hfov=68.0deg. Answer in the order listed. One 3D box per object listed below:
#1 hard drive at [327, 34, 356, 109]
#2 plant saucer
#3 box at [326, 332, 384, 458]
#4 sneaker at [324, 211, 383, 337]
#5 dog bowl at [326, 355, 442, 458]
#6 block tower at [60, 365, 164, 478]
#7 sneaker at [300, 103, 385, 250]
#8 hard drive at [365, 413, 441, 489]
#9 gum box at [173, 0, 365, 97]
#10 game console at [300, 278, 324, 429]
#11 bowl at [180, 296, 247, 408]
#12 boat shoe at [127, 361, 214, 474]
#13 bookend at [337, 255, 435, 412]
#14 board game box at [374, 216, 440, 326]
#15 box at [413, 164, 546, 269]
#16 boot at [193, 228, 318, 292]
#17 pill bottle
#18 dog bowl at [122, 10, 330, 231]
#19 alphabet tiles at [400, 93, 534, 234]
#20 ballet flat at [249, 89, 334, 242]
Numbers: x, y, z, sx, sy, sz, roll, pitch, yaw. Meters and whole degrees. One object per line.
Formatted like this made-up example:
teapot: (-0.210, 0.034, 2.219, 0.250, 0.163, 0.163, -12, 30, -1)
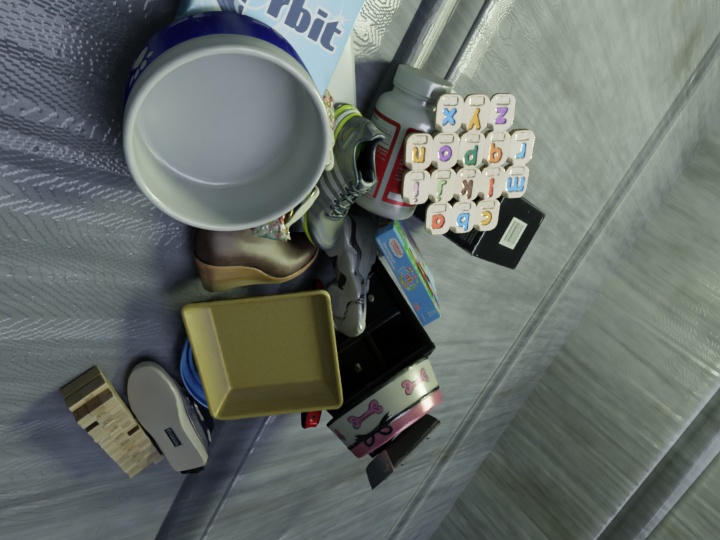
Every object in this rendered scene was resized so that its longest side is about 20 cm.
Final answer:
hard drive: (-0.061, -0.232, 0.682, 0.131, 0.026, 0.203, -34, 144, -25)
plant saucer: (-0.129, 0.111, 0.750, 0.194, 0.049, 0.204, -6, 119, -1)
box: (0.009, 0.232, 1.044, 0.149, 0.199, 0.124, -49, 164, -2)
sneaker: (0.000, 0.000, 0.884, 0.114, 0.074, 0.206, -14, 99, -50)
dog bowl: (0.045, 0.222, 0.857, 0.198, 0.075, 0.201, -33, 166, -9)
block tower: (-0.344, 0.221, 0.754, 0.057, 0.054, 0.203, -34, 143, -22)
sneaker: (-0.025, -0.116, 0.730, 0.073, 0.080, 0.204, -13, 127, -45)
hard drive: (0.070, 0.327, 0.969, 0.134, 0.042, 0.201, -37, 162, -26)
gum box: (-0.086, -0.278, 0.549, 0.167, 0.045, 0.203, 15, 111, -36)
game console: (-0.082, 0.145, 0.910, 0.030, 0.179, 0.203, 3, 127, -16)
bowl: (-0.172, 0.130, 0.814, 0.195, 0.040, 0.205, -8, 120, -14)
boat shoe: (-0.282, 0.204, 0.811, 0.073, 0.093, 0.204, -12, 116, 3)
bookend: (-0.001, 0.112, 0.953, 0.196, 0.202, 0.092, -31, 166, -6)
board game box: (0.076, -0.018, 0.868, 0.036, 0.153, 0.200, -27, -167, 11)
box: (0.192, -0.114, 0.949, 0.198, 0.197, 0.125, 11, 111, -54)
boot: (-0.129, -0.062, 0.721, 0.197, 0.072, 0.169, -20, 137, -36)
pill bottle: (0.061, -0.189, 0.795, 0.111, 0.112, 0.204, -10, 130, -45)
dog bowl: (-0.132, -0.143, 0.537, 0.195, 0.080, 0.203, -13, 138, -12)
alphabet tiles: (0.153, -0.150, 0.765, 0.195, 0.015, 0.200, -5, 116, -14)
ballet flat: (-0.071, -0.125, 0.666, 0.203, 0.063, 0.076, -62, 173, 0)
